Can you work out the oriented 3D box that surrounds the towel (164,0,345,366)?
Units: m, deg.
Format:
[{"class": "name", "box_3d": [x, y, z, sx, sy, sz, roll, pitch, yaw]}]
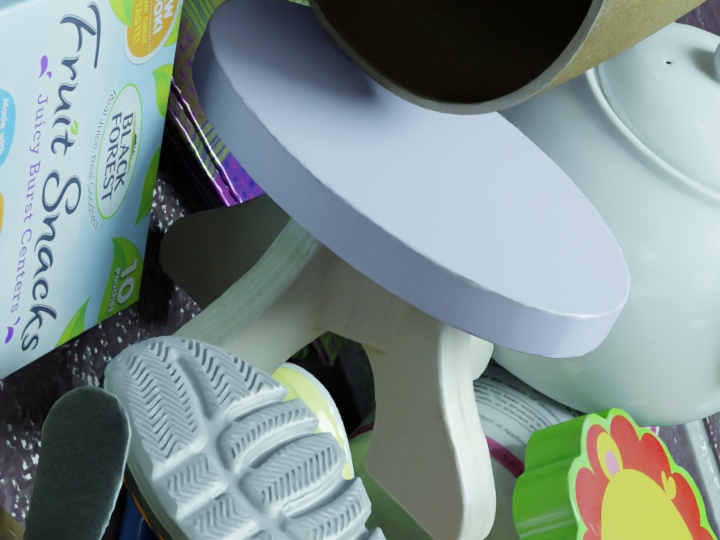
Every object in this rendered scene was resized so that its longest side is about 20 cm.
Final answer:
[{"class": "towel", "box_3d": [-0.041, -0.074, 0.910, 0.200, 0.023, 0.144, 60, 36, -27]}]

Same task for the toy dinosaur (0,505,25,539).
[{"class": "toy dinosaur", "box_3d": [-0.084, 0.120, 0.727, 0.200, 0.060, 0.106, 25, 76, -31]}]

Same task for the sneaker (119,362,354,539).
[{"class": "sneaker", "box_3d": [-0.044, 0.137, 0.806, 0.105, 0.076, 0.200, -8, 80, -45]}]

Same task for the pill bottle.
[{"class": "pill bottle", "box_3d": [0.068, 0.076, 0.941, 0.200, 0.113, 0.113, -46, 118, -52]}]

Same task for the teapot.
[{"class": "teapot", "box_3d": [0.123, -0.044, 0.900, 0.200, 0.146, 0.197, 26, 36, -9]}]

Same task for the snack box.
[{"class": "snack box", "box_3d": [-0.135, -0.027, 0.667, 0.200, 0.053, 0.142, -34, 142, -56]}]

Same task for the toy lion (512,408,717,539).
[{"class": "toy lion", "box_3d": [0.118, 0.162, 0.832, 0.200, 0.069, 0.192, 55, 31, -24]}]

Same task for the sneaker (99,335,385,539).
[{"class": "sneaker", "box_3d": [-0.034, 0.123, 0.681, 0.078, 0.112, 0.200, -20, 65, -43]}]

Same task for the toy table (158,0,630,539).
[{"class": "toy table", "box_3d": [0.000, 0.000, 0.782, 0.184, 0.117, 0.200, 2, 35, -37]}]

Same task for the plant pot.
[{"class": "plant pot", "box_3d": [0.096, -0.171, 0.790, 0.200, 0.186, 0.187, -19, 96, -38]}]

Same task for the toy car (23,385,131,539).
[{"class": "toy car", "box_3d": [-0.097, 0.142, 0.632, 0.158, 0.164, 0.200, 6, 70, -56]}]
